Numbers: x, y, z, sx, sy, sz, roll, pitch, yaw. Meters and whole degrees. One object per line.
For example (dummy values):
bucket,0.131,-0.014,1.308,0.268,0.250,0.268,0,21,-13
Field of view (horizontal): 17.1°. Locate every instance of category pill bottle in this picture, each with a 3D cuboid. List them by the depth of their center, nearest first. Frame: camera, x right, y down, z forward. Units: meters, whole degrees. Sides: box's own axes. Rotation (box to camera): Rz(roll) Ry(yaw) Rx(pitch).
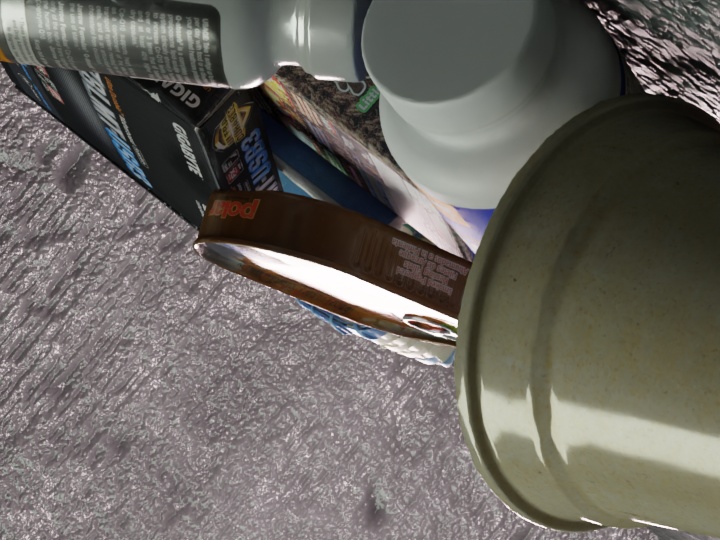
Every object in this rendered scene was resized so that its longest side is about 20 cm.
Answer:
pill bottle,0.076,-0.065,1.096,0.112,0.112,0.200,36,175,35
pill bottle,-0.092,-0.149,1.165,0.200,0.117,0.116,8,170,8

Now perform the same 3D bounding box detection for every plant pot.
plant pot,0.174,0.040,1.002,0.183,0.201,0.200,18,162,45

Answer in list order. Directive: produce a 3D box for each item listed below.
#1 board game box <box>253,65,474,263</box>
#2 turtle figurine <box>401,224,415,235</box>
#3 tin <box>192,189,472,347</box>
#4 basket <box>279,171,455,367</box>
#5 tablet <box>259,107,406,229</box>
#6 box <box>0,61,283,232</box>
board game box,0.006,-0.111,1.284,0.200,0.097,0.159,38,175,14
turtle figurine,0.015,-0.070,1.600,0.200,0.101,0.150,24,-159,-38
tin,0.000,0.000,1.312,0.200,0.042,0.112,23,171,-39
basket,0.002,-0.023,1.868,0.200,0.139,0.176,32,180,-41
tablet,-0.026,-0.111,1.396,0.200,0.130,0.014,38,149,15
box,-0.136,-0.107,1.347,0.198,0.050,0.200,38,168,17
